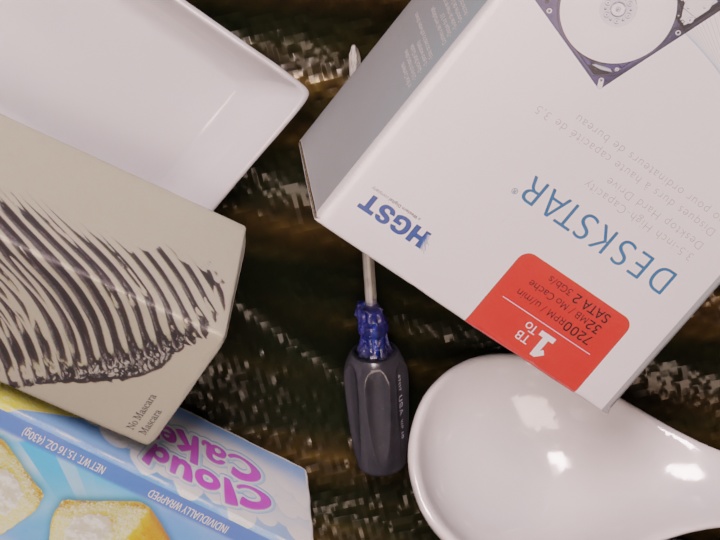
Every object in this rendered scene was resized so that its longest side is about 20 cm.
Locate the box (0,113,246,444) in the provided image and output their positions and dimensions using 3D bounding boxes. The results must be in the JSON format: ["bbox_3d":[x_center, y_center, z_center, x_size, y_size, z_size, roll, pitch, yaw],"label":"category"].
[{"bbox_3d":[-0.151,-0.013,1.027,0.199,0.069,0.082,23,132,-14],"label":"box"}]

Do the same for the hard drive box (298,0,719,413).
[{"bbox_3d":[0.097,-0.070,1.025,0.155,0.077,0.200,32,110,-21],"label":"hard drive box"}]

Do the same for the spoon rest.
[{"bbox_3d":[0.113,0.094,1.130,0.199,0.100,0.061,14,154,-19],"label":"spoon rest"}]

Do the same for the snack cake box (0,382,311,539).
[{"bbox_3d":[-0.133,0.102,1.111,0.199,0.067,0.115,27,114,-19],"label":"snack cake box"}]

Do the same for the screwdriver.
[{"bbox_3d":[0.000,0.000,1.096,0.029,0.028,0.201,-23,123,-24],"label":"screwdriver"}]

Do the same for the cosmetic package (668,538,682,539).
[{"bbox_3d":[0.139,0.254,1.127,0.200,0.167,0.167,38,119,24],"label":"cosmetic package"}]

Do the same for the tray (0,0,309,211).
[{"bbox_3d":[-0.129,-0.090,1.032,0.199,0.022,0.107,33,112,-22],"label":"tray"}]
